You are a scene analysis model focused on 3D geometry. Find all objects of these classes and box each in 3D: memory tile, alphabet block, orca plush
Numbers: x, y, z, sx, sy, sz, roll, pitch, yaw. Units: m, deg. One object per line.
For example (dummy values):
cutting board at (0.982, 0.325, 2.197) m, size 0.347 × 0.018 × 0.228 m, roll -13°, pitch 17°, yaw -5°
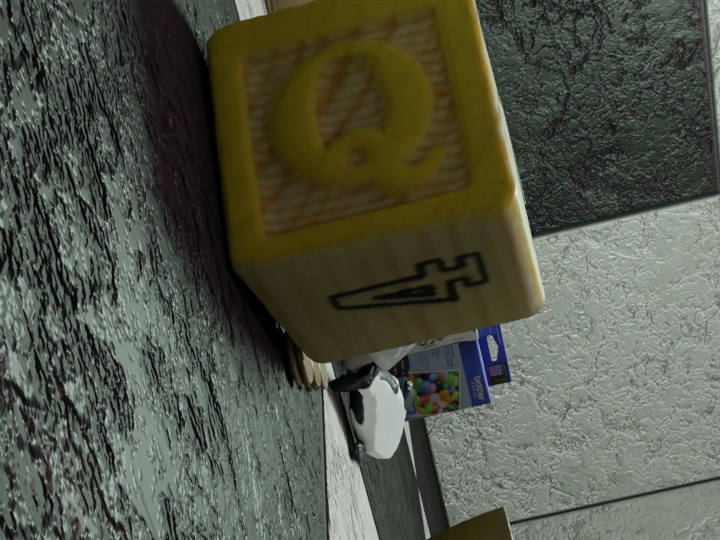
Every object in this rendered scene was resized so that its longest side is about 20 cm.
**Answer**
memory tile at (-0.061, 0.001, 1.016) m, size 0.153 × 0.017 × 0.203 m, roll 54°, pitch 25°, yaw -82°
alphabet block at (0.016, -0.067, 0.877) m, size 0.200 × 0.194 × 0.198 m, roll 59°, pitch 18°, yaw -63°
orca plush at (-0.004, 0.142, 1.302) m, size 0.106 × 0.071 × 0.200 m, roll -58°, pitch 156°, yaw -7°

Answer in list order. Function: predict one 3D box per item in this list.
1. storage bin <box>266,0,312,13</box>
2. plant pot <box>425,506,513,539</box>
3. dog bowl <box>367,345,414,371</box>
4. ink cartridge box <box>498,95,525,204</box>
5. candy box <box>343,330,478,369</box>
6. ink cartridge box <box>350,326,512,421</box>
storage bin at (-0.013, -0.338, 1.495) m, size 0.094 × 0.197 × 0.201 m, roll -88°, pitch 165°, yaw -72°
plant pot at (0.041, 0.258, 0.721) m, size 0.200 × 0.140 × 0.203 m, roll -13°, pitch 90°, yaw -87°
dog bowl at (0.000, 0.000, 1.202) m, size 0.201 × 0.058 × 0.200 m, roll 58°, pitch 7°, yaw -11°
ink cartridge box at (0.034, -0.072, 1.036) m, size 0.059 × 0.197 × 0.105 m, roll 68°, pitch 10°, yaw -68°
candy box at (0.044, 0.008, 1.478) m, size 0.072 × 0.165 × 0.202 m, roll 73°, pitch 5°, yaw -46°
ink cartridge box at (0.089, 0.125, 1.522) m, size 0.042 × 0.197 × 0.121 m, roll -99°, pitch 174°, yaw -61°
